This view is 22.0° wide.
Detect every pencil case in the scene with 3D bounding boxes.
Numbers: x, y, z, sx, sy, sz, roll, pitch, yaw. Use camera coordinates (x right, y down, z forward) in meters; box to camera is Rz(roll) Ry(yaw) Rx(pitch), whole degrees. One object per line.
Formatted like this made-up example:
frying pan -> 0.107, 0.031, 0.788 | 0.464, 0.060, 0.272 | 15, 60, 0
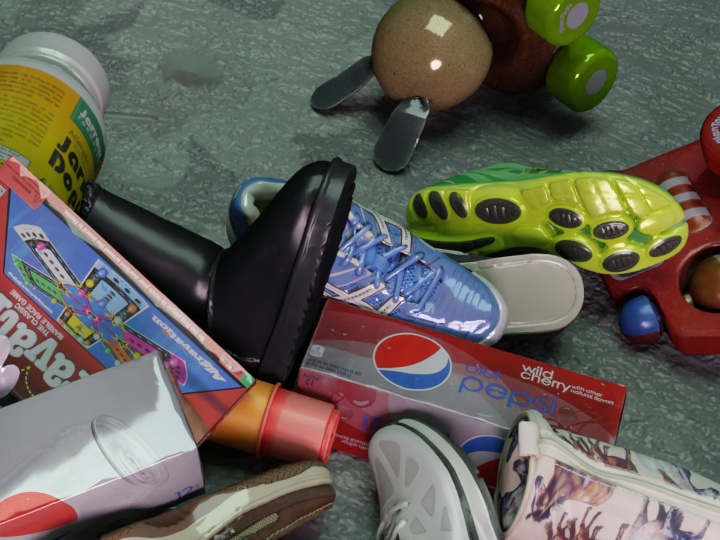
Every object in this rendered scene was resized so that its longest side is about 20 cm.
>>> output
pencil case -> 0.169, 0.144, 1.065 | 0.198, 0.090, 0.078 | 19, 43, -7

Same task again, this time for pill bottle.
pill bottle -> -0.232, -0.069, 1.225 | 0.112, 0.114, 0.201 | 13, 40, 2

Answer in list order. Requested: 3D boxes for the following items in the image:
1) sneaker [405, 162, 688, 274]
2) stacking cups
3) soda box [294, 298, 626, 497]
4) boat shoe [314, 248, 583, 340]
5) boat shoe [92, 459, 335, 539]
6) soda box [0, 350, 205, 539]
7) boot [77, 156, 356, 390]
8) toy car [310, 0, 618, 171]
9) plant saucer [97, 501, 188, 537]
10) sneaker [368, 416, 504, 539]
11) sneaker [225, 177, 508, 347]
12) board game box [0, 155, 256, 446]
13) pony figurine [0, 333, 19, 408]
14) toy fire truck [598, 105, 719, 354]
sneaker -> 0.131, -0.046, 1.284 | 0.198, 0.075, 0.084 | 4, 27, 23
stacking cups -> -0.112, 0.078, 1.123 | 0.198, 0.061, 0.061 | 19, 41, 4
soda box -> 0.060, 0.087, 1.150 | 0.198, 0.064, 0.070 | 17, 41, 6
boat shoe -> 0.049, 0.019, 1.245 | 0.198, 0.063, 0.074 | 1, 82, 1
boat shoe -> -0.090, 0.168, 1.034 | 0.201, 0.075, 0.076 | -18, 83, -37
soda box -> -0.188, 0.118, 1.011 | 0.198, 0.064, 0.069 | -20, 62, -11
boot -> -0.100, -0.009, 1.129 | 0.161, 0.199, 0.074 | 23, 38, 5
toy car -> 0.066, -0.161, 1.417 | 0.200, 0.158, 0.164 | -42, 54, -10
plant saucer -> -0.199, 0.126, 1.082 | 0.198, 0.019, 0.070 | 0, 42, -15
sneaker -> 0.020, 0.168, 1.040 | 0.114, 0.076, 0.201 | -8, 46, -24
sneaker -> 0.000, 0.000, 1.179 | 0.198, 0.077, 0.076 | 23, 79, 7
board game box -> -0.168, 0.036, 1.086 | 0.200, 0.019, 0.103 | 42, 77, 6
pony figurine -> -0.313, 0.050, 1.031 | 0.200, 0.192, 0.168 | -39, 100, -48
toy fire truck -> 0.246, -0.015, 1.295 | 0.166, 0.113, 0.201 | -22, 46, 2
